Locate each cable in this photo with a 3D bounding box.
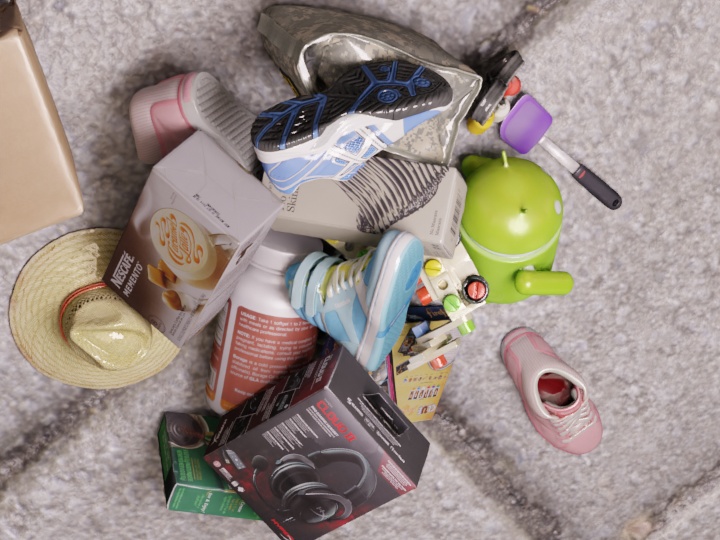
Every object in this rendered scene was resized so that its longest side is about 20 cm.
[{"bbox_3d":[0.148,-0.181,1.646,0.050,0.200,0.097,40,94,-6],"label":"cable"}]

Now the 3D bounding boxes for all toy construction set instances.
[{"bbox_3d":[0.058,0.011,1.664,0.130,0.092,0.201,-28,105,3],"label":"toy construction set"}]

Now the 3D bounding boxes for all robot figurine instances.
[{"bbox_3d":[0.157,-0.042,1.720,0.114,0.177,0.201,-16,151,-10],"label":"robot figurine"}]

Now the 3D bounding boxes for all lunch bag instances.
[{"bbox_3d":[-0.003,-0.195,1.595,0.198,0.164,0.119,17,105,-23],"label":"lunch bag"}]

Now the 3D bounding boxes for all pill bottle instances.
[{"bbox_3d":[-0.099,0.057,1.713,0.111,0.112,0.202,5,113,-19],"label":"pill bottle"}]

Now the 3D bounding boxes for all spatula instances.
[{"bbox_3d":[0.229,-0.123,1.784,0.199,0.021,0.057,37,98,-29],"label":"spatula"}]

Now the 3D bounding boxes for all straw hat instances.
[{"bbox_3d":[-0.265,0.060,1.678,0.198,0.085,0.203,-7,117,-14],"label":"straw hat"}]

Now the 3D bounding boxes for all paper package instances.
[{"bbox_3d":[-0.385,-0.129,1.543,0.189,0.104,0.202,-20,119,-6],"label":"paper package"}]

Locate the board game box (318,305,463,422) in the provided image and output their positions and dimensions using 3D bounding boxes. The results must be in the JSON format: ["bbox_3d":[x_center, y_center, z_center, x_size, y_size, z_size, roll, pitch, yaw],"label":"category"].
[{"bbox_3d":[0.028,0.109,1.771,0.199,0.034,0.137,-1,117,-48],"label":"board game box"}]

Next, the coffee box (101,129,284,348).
[{"bbox_3d":[-0.170,-0.028,1.585,0.114,0.080,0.200,41,140,4],"label":"coffee box"}]

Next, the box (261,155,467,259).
[{"bbox_3d":[0.002,-0.071,1.594,0.197,0.068,0.083,8,79,16],"label":"box"}]

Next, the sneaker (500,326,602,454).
[{"bbox_3d":[0.238,0.163,1.874,0.075,0.105,0.201,-36,120,-1],"label":"sneaker"}]

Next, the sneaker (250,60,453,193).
[{"bbox_3d":[-0.006,-0.135,1.496,0.198,0.076,0.078,-19,136,-10],"label":"sneaker"}]

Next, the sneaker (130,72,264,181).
[{"bbox_3d":[-0.162,-0.127,1.630,0.103,0.076,0.200,-8,147,25],"label":"sneaker"}]

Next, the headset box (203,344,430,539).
[{"bbox_3d":[-0.037,0.181,1.640,0.199,0.078,0.149,-30,111,31],"label":"headset box"}]

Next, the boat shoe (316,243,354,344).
[{"bbox_3d":[0.000,0.000,1.733,0.066,0.073,0.202,-1,116,-38],"label":"boat shoe"}]

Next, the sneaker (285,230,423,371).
[{"bbox_3d":[-0.014,0.009,1.584,0.080,0.130,0.201,-48,164,-36],"label":"sneaker"}]

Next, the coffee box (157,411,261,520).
[{"bbox_3d":[-0.123,0.221,1.775,0.198,0.124,0.044,11,124,-20],"label":"coffee box"}]
